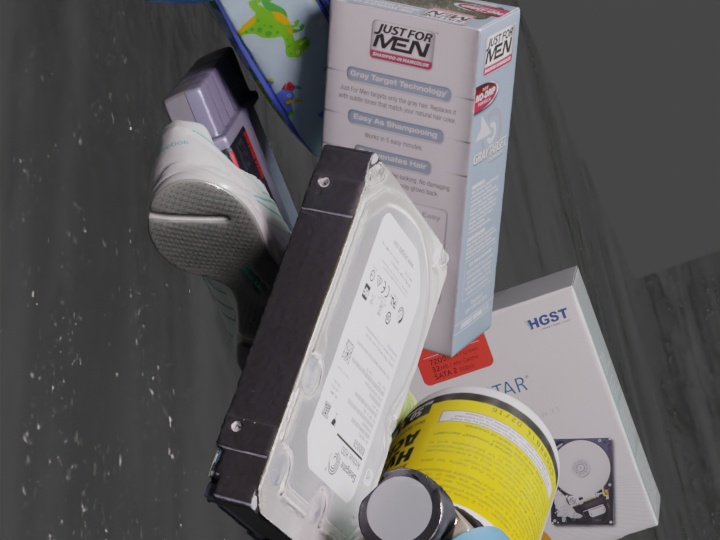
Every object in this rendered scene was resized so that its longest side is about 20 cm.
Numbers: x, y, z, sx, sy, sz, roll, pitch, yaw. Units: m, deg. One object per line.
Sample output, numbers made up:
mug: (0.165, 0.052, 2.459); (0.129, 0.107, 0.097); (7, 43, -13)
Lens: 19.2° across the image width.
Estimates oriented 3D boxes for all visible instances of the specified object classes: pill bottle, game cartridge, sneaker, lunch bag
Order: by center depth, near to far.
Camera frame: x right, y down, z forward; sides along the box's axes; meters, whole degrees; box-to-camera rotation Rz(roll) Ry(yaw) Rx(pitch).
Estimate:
sneaker: (-0.058, -0.007, 1.196); (0.081, 0.070, 0.201); (-101, 166, -46)
pill bottle: (0.052, 0.165, 1.292); (0.112, 0.111, 0.200); (66, 24, -21)
game cartridge: (-0.061, -0.031, 1.314); (0.130, 0.038, 0.201); (-84, 153, -74)
lunch bag: (-0.056, -0.173, 1.346); (0.161, 0.082, 0.200); (59, 0, -37)

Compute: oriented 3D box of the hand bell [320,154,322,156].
hand bell: (0.016, -0.006, 1.564); (0.104, 0.103, 0.201); (56, 31, -52)

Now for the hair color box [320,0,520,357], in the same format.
hair color box: (0.031, -0.061, 1.254); (0.061, 0.098, 0.202); (-33, 132, -56)

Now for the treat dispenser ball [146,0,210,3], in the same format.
treat dispenser ball: (-0.093, -0.235, 1.064); (0.201, 0.200, 0.202); (-19, 90, -79)

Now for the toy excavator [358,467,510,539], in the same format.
toy excavator: (0.031, 0.234, 1.093); (0.200, 0.194, 0.100); (48, -1, 30)

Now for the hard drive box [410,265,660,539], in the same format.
hard drive box: (0.128, 0.119, 1.659); (0.077, 0.155, 0.201); (-52, 121, -75)

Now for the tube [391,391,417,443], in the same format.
tube: (0.021, 0.103, 1.452); (0.052, 0.058, 0.200); (34, -6, 18)

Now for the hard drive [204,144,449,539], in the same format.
hard drive: (-0.013, 0.052, 1.144); (0.201, 0.038, 0.140); (-70, 153, -18)
